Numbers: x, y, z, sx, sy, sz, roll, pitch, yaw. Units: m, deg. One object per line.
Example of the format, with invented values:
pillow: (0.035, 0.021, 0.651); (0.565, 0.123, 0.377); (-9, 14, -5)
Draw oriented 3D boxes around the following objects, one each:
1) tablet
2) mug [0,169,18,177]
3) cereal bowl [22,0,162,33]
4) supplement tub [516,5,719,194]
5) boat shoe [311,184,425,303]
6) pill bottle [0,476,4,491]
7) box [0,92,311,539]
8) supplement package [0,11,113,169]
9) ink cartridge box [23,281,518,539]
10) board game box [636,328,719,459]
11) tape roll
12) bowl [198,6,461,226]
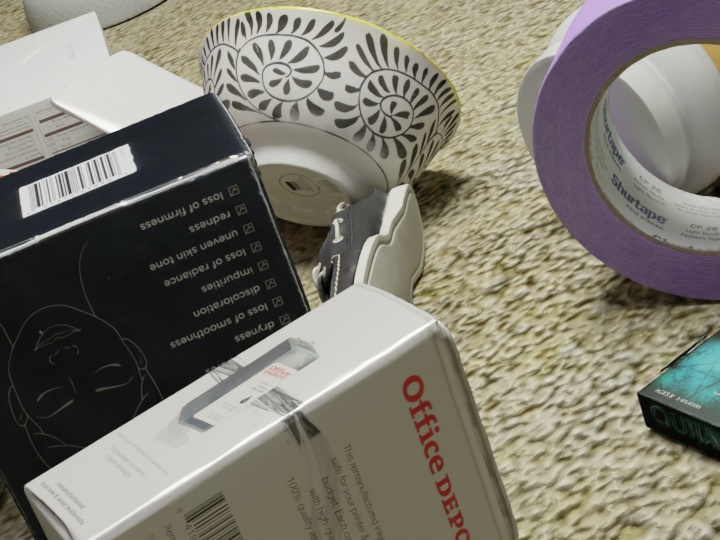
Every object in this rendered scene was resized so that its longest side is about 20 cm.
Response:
tablet: (-0.133, -0.115, 1.255); (0.199, 0.014, 0.130); (26, 32, 9)
mug: (-0.237, -0.012, 1.073); (0.199, 0.134, 0.177); (10, 2, 29)
cereal bowl: (-0.312, -0.355, 1.868); (0.199, 0.084, 0.200); (-14, 27, 8)
supplement tub: (0.214, -0.136, 1.056); (0.144, 0.145, 0.200); (13, 41, 46)
boat shoe: (0.000, 0.000, 1.027); (0.060, 0.074, 0.200); (-12, 25, 14)
pill bottle: (-0.329, 0.110, 0.998); (0.199, 0.111, 0.111); (-5, 30, 27)
box: (-0.132, 0.034, 0.915); (0.199, 0.197, 0.124); (-22, 26, -5)
supplement package: (-0.282, -0.131, 1.407); (0.155, 0.111, 0.200); (-21, 27, -4)
ink cartridge box: (-0.037, 0.119, 0.753); (0.200, 0.146, 0.085); (-30, 28, -20)
board game box: (0.257, 0.064, 0.792); (0.135, 0.028, 0.200); (-34, 30, -24)
tape roll: (0.203, -0.083, 0.907); (0.199, 0.201, 0.066); (-5, 30, 25)
bowl: (-0.033, -0.093, 1.141); (0.200, 0.201, 0.094); (-1, 61, 31)
